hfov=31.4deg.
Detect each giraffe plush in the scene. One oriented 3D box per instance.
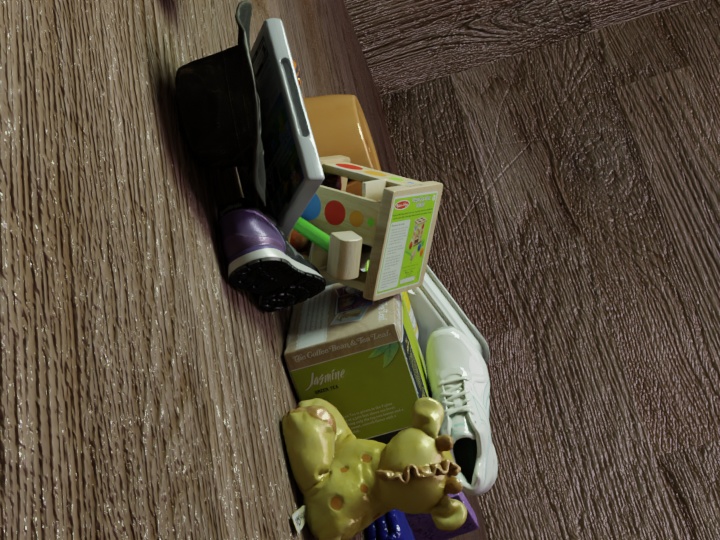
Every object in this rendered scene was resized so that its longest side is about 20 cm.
[{"bbox_3d":[0.020,0.203,1.288,0.200,0.162,0.173,-86,159,-73],"label":"giraffe plush"}]

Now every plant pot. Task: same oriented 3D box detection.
[{"bbox_3d":[-0.053,-0.136,1.610,0.200,0.140,0.201,-17,90,-84],"label":"plant pot"}]

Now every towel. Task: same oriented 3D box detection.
[{"bbox_3d":[0.046,0.364,1.663,0.148,0.049,0.200,-109,178,-55],"label":"towel"}]

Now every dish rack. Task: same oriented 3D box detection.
[{"bbox_3d":[0.095,0.095,1.927,0.200,0.043,0.172,54,-35,16],"label":"dish rack"}]

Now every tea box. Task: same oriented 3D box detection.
[{"bbox_3d":[0.007,0.128,1.494,0.200,0.133,0.197,-86,160,-72],"label":"tea box"}]

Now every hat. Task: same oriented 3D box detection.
[{"bbox_3d":[-0.135,-0.157,1.230,0.201,0.081,0.201,176,-90,-88],"label":"hat"}]

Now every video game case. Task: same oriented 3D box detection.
[{"bbox_3d":[-0.095,-0.133,1.339,0.200,0.022,0.183,130,-51,-61],"label":"video game case"}]

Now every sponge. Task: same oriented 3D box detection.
[{"bbox_3d":[0.103,0.354,1.851,0.200,0.111,0.030,62,11,-62],"label":"sponge"}]

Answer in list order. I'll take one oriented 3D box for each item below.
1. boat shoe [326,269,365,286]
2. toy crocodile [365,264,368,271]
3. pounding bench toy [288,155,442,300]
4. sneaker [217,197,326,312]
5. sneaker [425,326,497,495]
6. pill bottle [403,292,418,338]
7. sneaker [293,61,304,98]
[{"bbox_3d":[-0.013,0.036,1.604,0.068,0.072,0.201,27,-58,38],"label":"boat shoe"},{"bbox_3d":[0.000,0.000,1.711,0.062,0.067,0.201,43,49,-64],"label":"toy crocodile"},{"bbox_3d":[-0.029,-0.050,1.428,0.200,0.156,0.125,-15,120,-60],"label":"pounding bench toy"},{"bbox_3d":[-0.091,-0.020,1.310,0.200,0.076,0.088,54,15,-71],"label":"sneaker"},{"bbox_3d":[0.119,0.161,1.473,0.080,0.070,0.201,24,54,-79],"label":"sneaker"},{"bbox_3d":[0.022,0.070,1.859,0.111,0.111,0.200,-97,170,-56],"label":"pill bottle"},{"bbox_3d":[-0.092,-0.223,1.761,0.112,0.077,0.200,-95,167,-55],"label":"sneaker"}]
